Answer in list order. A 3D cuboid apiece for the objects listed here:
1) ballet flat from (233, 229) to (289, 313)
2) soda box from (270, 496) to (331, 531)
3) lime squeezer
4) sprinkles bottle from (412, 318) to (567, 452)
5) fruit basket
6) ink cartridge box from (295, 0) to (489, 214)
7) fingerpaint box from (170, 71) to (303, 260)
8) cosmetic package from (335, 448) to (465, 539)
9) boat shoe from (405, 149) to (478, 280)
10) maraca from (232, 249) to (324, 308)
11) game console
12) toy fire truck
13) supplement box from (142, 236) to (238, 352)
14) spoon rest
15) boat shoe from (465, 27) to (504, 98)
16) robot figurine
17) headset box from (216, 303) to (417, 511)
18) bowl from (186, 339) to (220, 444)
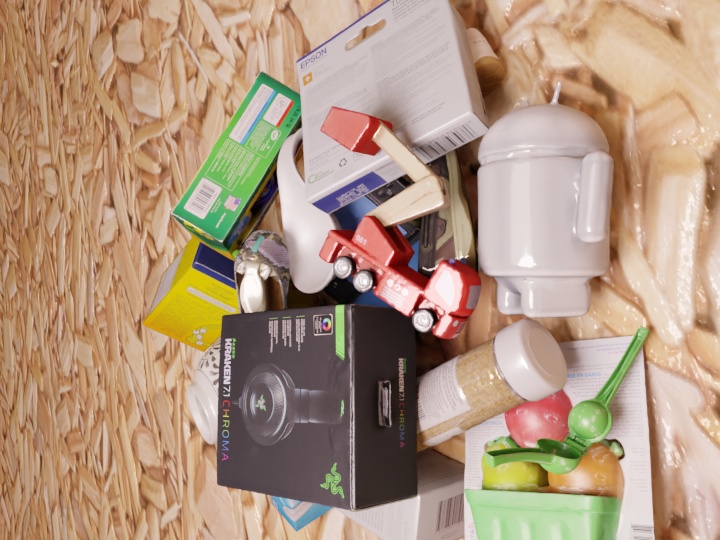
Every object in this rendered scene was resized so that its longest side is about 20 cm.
[{"bbox_3d":[-0.114,0.055,0.772,0.072,0.072,0.200,31,130,44],"label":"ballet flat"},{"bbox_3d":[-0.083,0.233,0.865,0.064,0.068,0.200,31,136,45],"label":"soda box"},{"bbox_3d":[0.172,0.120,0.551,0.038,0.200,0.071,4,118,58],"label":"lime squeezer"},{"bbox_3d":[0.092,0.116,0.633,0.200,0.068,0.068,-36,64,36],"label":"sprinkles bottle"},{"bbox_3d":[0.176,0.167,0.624,0.185,0.094,0.200,-14,59,41],"label":"fruit basket"},{"bbox_3d":[0.023,-0.183,0.701,0.199,0.041,0.200,-24,57,29],"label":"ink cartridge box"},{"bbox_3d":[-0.141,-0.121,0.857,0.200,0.073,0.167,-60,1,-9],"label":"fingerpaint box"},{"bbox_3d":[0.027,0.237,0.767,0.200,0.101,0.071,14,101,49],"label":"cosmetic package"},{"bbox_3d":[0.073,-0.069,0.689,0.072,0.066,0.201,83,-179,-49],"label":"boat shoe"},{"bbox_3d":[-0.103,0.058,0.875,0.137,0.107,0.200,23,147,57],"label":"maraca"},{"bbox_3d":[0.000,0.000,0.776,0.171,0.118,0.200,40,128,-6],"label":"game console"},{"bbox_3d":[0.034,-0.046,0.609,0.200,0.049,0.141,33,106,22],"label":"toy fire truck"},{"bbox_3d":[-0.227,0.020,1.020,0.200,0.109,0.109,-39,31,42],"label":"supplement box"},{"bbox_3d":[-0.059,-0.073,0.760,0.099,0.061,0.200,-24,65,48],"label":"spoon rest"},{"bbox_3d":[0.066,-0.185,0.747,0.200,0.071,0.069,-34,63,33],"label":"boat shoe"},{"bbox_3d":[0.161,-0.059,0.603,0.170,0.113,0.200,-177,87,-67],"label":"robot figurine"},{"bbox_3d":[-0.039,0.125,0.647,0.200,0.093,0.174,-6,80,42],"label":"headset box"},{"bbox_3d":[-0.187,0.188,0.968,0.201,0.094,0.201,37,137,44],"label":"bowl"}]
